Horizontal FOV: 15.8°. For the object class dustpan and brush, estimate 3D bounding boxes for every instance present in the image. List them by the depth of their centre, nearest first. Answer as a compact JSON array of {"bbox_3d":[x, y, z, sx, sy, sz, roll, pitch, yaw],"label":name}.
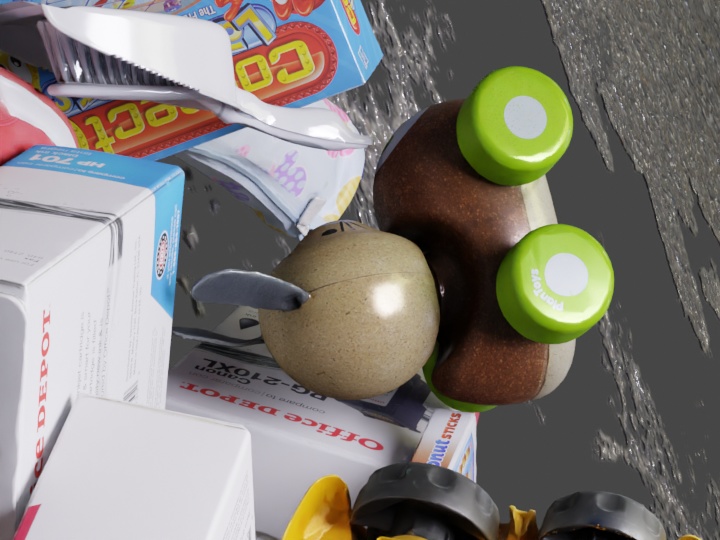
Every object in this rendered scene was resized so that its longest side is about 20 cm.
[{"bbox_3d":[-0.085,-0.093,1.275,0.139,0.199,0.058,-175,-92,-69],"label":"dustpan and brush"}]

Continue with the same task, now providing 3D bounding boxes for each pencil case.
[{"bbox_3d":[-0.072,-0.087,1.570,0.200,0.083,0.091,37,55,-59],"label":"pencil case"}]

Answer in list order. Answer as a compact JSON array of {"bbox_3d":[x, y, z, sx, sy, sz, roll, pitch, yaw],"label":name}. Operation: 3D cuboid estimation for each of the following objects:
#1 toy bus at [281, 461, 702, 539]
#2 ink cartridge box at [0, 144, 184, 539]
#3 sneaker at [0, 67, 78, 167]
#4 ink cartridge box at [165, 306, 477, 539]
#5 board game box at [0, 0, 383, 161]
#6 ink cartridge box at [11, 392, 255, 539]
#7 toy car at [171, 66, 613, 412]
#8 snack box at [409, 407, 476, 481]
[{"bbox_3d":[0.064,0.202,1.217,0.193,0.198,0.136,79,22,-49],"label":"toy bus"},{"bbox_3d":[-0.152,0.040,1.169,0.200,0.085,0.148,-43,142,-67],"label":"ink cartridge box"},{"bbox_3d":[-0.206,-0.047,1.232,0.200,0.078,0.116,44,52,-55],"label":"sneaker"},{"bbox_3d":[-0.027,0.093,1.406,0.200,0.144,0.085,-45,149,-68],"label":"ink cartridge box"},{"bbox_3d":[-0.117,-0.160,1.333,0.056,0.199,0.197,-63,132,-69],"label":"board game box"},{"bbox_3d":[-0.101,0.178,1.129,0.201,0.084,0.145,89,16,-46],"label":"ink cartridge box"},{"bbox_3d":[0.000,0.000,1.289,0.164,0.199,0.159,129,-50,-67],"label":"toy car"},{"bbox_3d":[0.042,0.176,1.324,0.072,0.024,0.201,-59,151,-59],"label":"snack box"}]
